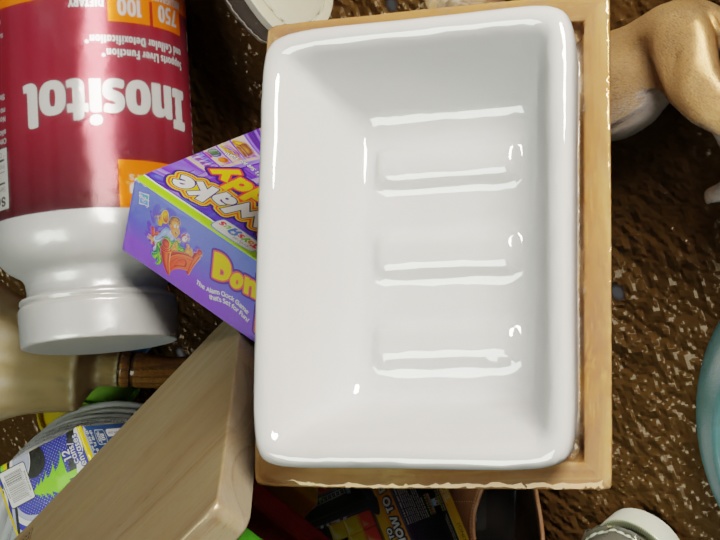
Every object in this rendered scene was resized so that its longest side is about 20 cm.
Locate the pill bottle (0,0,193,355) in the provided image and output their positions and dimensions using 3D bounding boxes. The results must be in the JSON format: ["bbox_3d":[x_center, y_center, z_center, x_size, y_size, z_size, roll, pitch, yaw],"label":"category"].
[{"bbox_3d":[-0.145,-0.059,0.962,0.113,0.113,0.201,-12,79,43],"label":"pill bottle"}]

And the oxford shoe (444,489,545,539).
[{"bbox_3d":[0.066,0.182,0.935,0.071,0.071,0.201,19,117,62],"label":"oxford shoe"}]

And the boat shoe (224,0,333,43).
[{"bbox_3d":[-0.076,-0.203,0.911,0.059,0.072,0.201,-28,86,50],"label":"boat shoe"}]

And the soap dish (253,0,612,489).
[{"bbox_3d":[0.035,-0.008,0.753,0.156,0.081,0.201,-3,81,25],"label":"soap dish"}]

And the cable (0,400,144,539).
[{"bbox_3d":[-0.136,0.176,1.097,0.199,0.069,0.201,30,121,0],"label":"cable"}]

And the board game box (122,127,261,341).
[{"bbox_3d":[0.000,0.000,0.890,0.200,0.134,0.045,33,127,25],"label":"board game box"}]

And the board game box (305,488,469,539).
[{"bbox_3d":[-0.007,0.199,0.917,0.165,0.057,0.201,-29,79,30],"label":"board game box"}]

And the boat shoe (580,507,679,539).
[{"bbox_3d":[0.124,0.222,0.935,0.072,0.060,0.203,22,122,34],"label":"boat shoe"}]

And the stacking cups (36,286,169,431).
[{"bbox_3d":[-0.150,0.023,1.082,0.060,0.060,0.201,38,130,22],"label":"stacking cups"}]

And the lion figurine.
[{"bbox_3d":[0.114,-0.083,0.809,0.199,0.072,0.123,-11,89,29],"label":"lion figurine"}]

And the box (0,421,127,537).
[{"bbox_3d":[-0.127,0.187,0.980,0.064,0.070,0.201,-26,78,19],"label":"box"}]

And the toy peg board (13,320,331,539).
[{"bbox_3d":[-0.090,0.152,0.851,0.098,0.199,0.200,40,107,-16],"label":"toy peg board"}]

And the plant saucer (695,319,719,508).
[{"bbox_3d":[0.235,0.087,0.802,0.199,0.027,0.201,19,120,35],"label":"plant saucer"}]

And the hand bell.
[{"bbox_3d":[-0.128,0.058,1.032,0.199,0.104,0.105,6,120,-2],"label":"hand bell"}]
